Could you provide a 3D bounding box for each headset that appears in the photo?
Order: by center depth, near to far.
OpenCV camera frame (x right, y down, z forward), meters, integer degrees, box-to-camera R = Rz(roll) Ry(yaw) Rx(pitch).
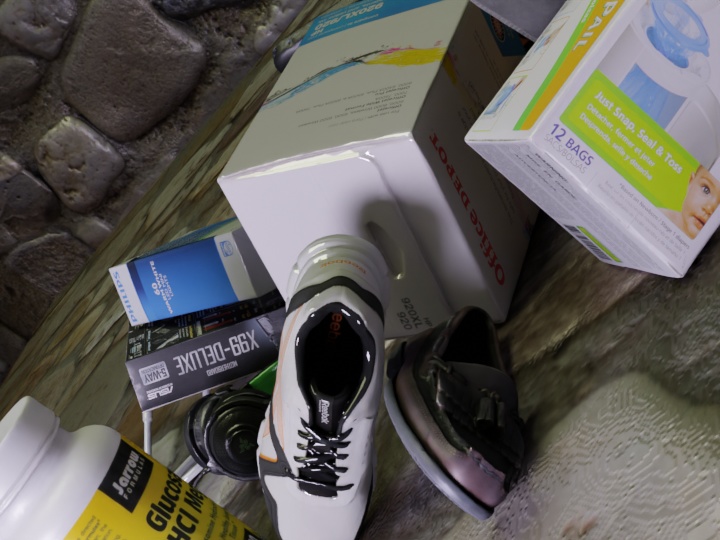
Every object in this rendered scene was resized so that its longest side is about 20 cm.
[{"bbox_3d":[-0.106,0.116,1.063,0.200,0.094,0.123,-45,11,-17],"label":"headset"}]

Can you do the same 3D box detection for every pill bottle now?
[{"bbox_3d":[-0.153,0.171,0.861,0.113,0.199,0.113,-47,15,17],"label":"pill bottle"}]

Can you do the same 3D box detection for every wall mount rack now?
[{"bbox_3d":[-0.192,0.170,1.259,0.200,0.075,0.174,-39,6,41],"label":"wall mount rack"}]

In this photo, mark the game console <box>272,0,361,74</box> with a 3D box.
[{"bbox_3d":[0.042,-0.220,1.083,0.199,0.175,0.117,-30,59,24],"label":"game console"}]

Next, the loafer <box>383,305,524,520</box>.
[{"bbox_3d":[0.054,0.064,0.735,0.063,0.072,0.200,-46,12,8],"label":"loafer"}]

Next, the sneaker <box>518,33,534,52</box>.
[{"bbox_3d":[0.118,-0.196,0.986,0.198,0.090,0.070,-15,34,24],"label":"sneaker"}]

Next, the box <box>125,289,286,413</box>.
[{"bbox_3d":[-0.130,0.052,1.237,0.156,0.050,0.200,-19,14,-5],"label":"box"}]

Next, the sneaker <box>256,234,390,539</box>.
[{"bbox_3d":[-0.024,0.085,0.770,0.080,0.073,0.202,-86,0,-68],"label":"sneaker"}]

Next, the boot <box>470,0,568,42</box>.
[{"bbox_3d":[0.143,-0.191,0.791,0.183,0.199,0.072,-56,12,-18],"label":"boot"}]

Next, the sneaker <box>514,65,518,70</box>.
[{"bbox_3d":[0.179,-0.179,0.880,0.201,0.077,0.073,-54,41,12],"label":"sneaker"}]

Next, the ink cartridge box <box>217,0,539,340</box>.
[{"bbox_3d":[0.027,-0.074,0.903,0.143,0.148,0.201,-11,35,29],"label":"ink cartridge box"}]

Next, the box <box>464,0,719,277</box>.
[{"bbox_3d":[0.165,-0.113,0.715,0.201,0.112,0.101,-52,14,-5],"label":"box"}]

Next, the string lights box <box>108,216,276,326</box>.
[{"bbox_3d":[-0.119,-0.009,1.175,0.102,0.059,0.199,-28,9,-39],"label":"string lights box"}]
